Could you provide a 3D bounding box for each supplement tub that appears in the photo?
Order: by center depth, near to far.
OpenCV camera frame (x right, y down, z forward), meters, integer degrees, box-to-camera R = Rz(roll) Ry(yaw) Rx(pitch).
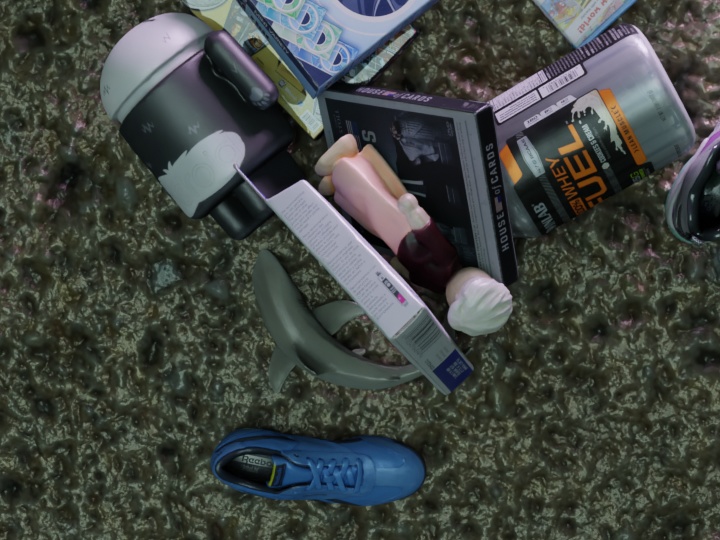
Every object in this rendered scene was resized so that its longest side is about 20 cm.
[{"bbox_3d":[0.171,-0.109,1.119,0.198,0.123,0.123,-30,93,11],"label":"supplement tub"}]

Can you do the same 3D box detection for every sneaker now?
[{"bbox_3d":[0.327,-0.104,1.091,0.077,0.140,0.202,26,100,3],"label":"sneaker"},{"bbox_3d":[-0.039,0.186,1.209,0.197,0.078,0.067,5,97,5],"label":"sneaker"}]

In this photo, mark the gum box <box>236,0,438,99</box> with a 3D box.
[{"bbox_3d":[-0.014,-0.275,1.124,0.199,0.045,0.170,-39,90,-11],"label":"gum box"}]

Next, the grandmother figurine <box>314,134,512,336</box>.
[{"bbox_3d":[0.045,-0.025,1.070,0.060,0.121,0.200,-42,71,-7],"label":"grandmother figurine"}]

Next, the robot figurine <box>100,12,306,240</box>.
[{"bbox_3d":[-0.137,-0.128,1.154,0.150,0.125,0.201,-39,93,8],"label":"robot figurine"}]

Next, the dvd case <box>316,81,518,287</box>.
[{"bbox_3d":[0.044,-0.076,1.104,0.025,0.199,0.152,-29,119,-33],"label":"dvd case"}]

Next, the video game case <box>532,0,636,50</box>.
[{"bbox_3d":[0.177,-0.313,1.144,0.143,0.018,0.200,-42,91,10],"label":"video game case"}]

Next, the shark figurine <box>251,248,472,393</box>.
[{"bbox_3d":[-0.014,0.078,1.187,0.212,0.090,0.130,19,101,6],"label":"shark figurine"}]

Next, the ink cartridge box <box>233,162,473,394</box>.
[{"bbox_3d":[0.000,0.000,1.074,0.043,0.196,0.200,-41,67,1],"label":"ink cartridge box"}]

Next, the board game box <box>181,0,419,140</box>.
[{"bbox_3d":[-0.062,-0.235,1.174,0.135,0.035,0.200,-43,91,10],"label":"board game box"}]
